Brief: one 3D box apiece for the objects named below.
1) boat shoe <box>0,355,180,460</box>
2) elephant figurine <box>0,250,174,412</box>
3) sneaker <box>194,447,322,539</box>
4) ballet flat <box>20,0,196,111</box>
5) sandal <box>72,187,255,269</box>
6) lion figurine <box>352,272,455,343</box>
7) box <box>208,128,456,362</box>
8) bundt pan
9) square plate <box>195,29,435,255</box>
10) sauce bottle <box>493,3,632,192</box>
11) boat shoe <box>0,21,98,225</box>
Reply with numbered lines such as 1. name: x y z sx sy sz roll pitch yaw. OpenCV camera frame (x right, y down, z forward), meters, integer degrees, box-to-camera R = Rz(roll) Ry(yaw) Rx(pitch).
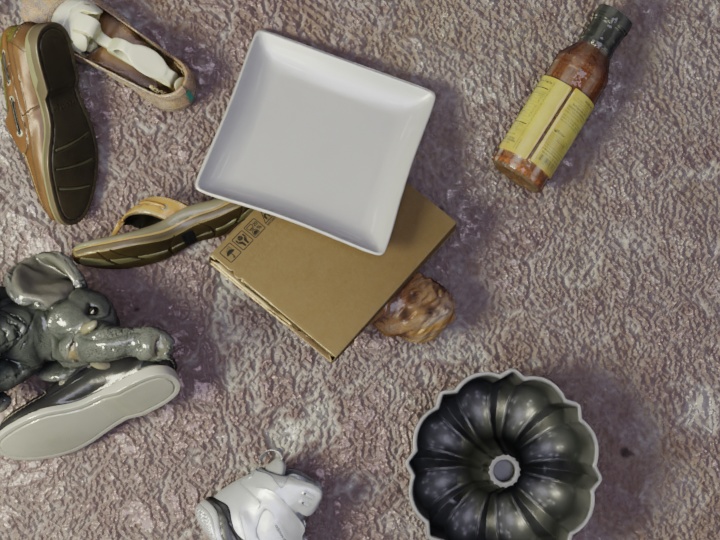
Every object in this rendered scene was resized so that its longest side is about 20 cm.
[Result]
1. boat shoe: -0.273 0.125 1.627 0.198 0.074 0.061 -26 50 10
2. elephant figurine: -0.297 0.056 1.583 0.198 0.142 0.157 -18 75 -16
3. sneaker: -0.063 0.276 1.639 0.115 0.075 0.200 -43 90 -2
4. ballet flat: -0.249 -0.228 1.631 0.198 0.067 0.069 28 86 -5
5. sandal: -0.193 -0.050 1.634 0.198 0.080 0.054 -21 75 -8
6. lion figurine: 0.000 0.000 1.653 0.122 0.072 0.201 -36 88 -16
7. box: -0.025 -0.028 1.620 0.163 0.021 0.200 38 63 10
8. bundt pan: 0.139 0.199 1.661 0.199 0.076 0.205 0 90 -6
9. square plate: -0.043 -0.126 1.636 0.196 0.029 0.202 20 63 -1
10. sauce bottle: 0.211 -0.178 1.680 0.066 0.066 0.201 35 86 -4
11. boat shoe: -0.312 -0.146 1.629 0.067 0.072 0.203 3 104 33
